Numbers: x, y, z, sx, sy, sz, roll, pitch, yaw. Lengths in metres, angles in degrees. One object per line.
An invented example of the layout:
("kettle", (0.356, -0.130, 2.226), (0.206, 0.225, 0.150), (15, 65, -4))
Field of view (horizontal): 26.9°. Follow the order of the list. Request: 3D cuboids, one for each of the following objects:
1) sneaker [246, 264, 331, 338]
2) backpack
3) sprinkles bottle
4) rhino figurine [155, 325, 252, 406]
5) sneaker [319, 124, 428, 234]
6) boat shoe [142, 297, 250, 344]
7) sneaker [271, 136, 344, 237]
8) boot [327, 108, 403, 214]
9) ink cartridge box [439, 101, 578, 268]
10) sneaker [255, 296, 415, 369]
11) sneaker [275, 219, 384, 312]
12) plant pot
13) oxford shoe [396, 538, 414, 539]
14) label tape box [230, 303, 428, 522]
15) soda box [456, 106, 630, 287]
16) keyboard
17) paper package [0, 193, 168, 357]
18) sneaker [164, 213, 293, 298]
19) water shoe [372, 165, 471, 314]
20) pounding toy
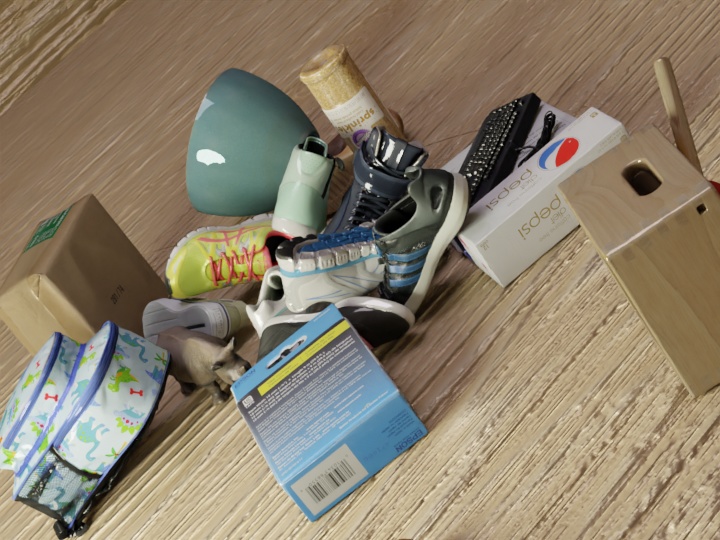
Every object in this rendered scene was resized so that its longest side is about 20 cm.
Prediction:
("sneaker", (-0.063, 0.014, 1.733), (0.070, 0.081, 0.201), (-17, 28, 39))
("backpack", (-0.311, 0.156, 1.670), (0.200, 0.146, 0.184), (-48, 19, 25))
("sprinkles bottle", (0.006, -0.177, 1.825), (0.068, 0.201, 0.068), (-29, 25, 15))
("rhino figurine", (-0.170, 0.106, 1.701), (0.060, 0.088, 0.199), (-47, 26, -22))
("sneaker", (0.013, -0.078, 1.725), (0.147, 0.076, 0.203), (-58, 11, 38))
("boat shoe", (-0.205, 0.068, 1.860), (0.062, 0.073, 0.199), (-8, 4, -35))
("sneaker", (-0.059, -0.097, 1.818), (0.200, 0.073, 0.119), (-126, 54, -88))
("boot", (-0.027, -0.143, 2.002), (0.199, 0.073, 0.166), (-38, 12, 1))
("ink cartridge box", (0.163, -0.105, 1.683), (0.199, 0.041, 0.200), (-39, 25, -4))
("sneaker", (-0.032, 0.091, 1.581), (0.198, 0.071, 0.100), (-13, 46, 34))
("sneaker", (0.000, 0.000, 1.653), (0.198, 0.088, 0.075), (-10, 27, -20))
("plant pot", (-0.132, -0.159, 2.032), (0.133, 0.201, 0.201), (16, 47, 16))
("oxford shoe", (0.051, 0.253, 1.172), (0.071, 0.071, 0.200), (-39, 23, -3))
("label tape box", (-0.036, 0.135, 1.480), (0.143, 0.066, 0.200), (-38, 29, -1))
("soda box", (0.195, -0.077, 1.558), (0.200, 0.064, 0.068), (-40, 29, -3))
("keyboard", (0.161, -0.134, 1.665), (0.126, 0.021, 0.201), (-16, 33, 36))
("paper package", (-0.361, 0.035, 1.955), (0.103, 0.191, 0.201), (-23, 26, 26))
("sneaker", (-0.151, -0.016, 1.861), (0.199, 0.079, 0.090), (-26, 31, -31))
("water shoe", (0.044, -0.028, 1.568), (0.072, 0.078, 0.201), (-95, 27, -54))
("pounding toy", (0.266, -0.042, 1.263), (0.141, 0.185, 0.200), (-33, 25, 7))
